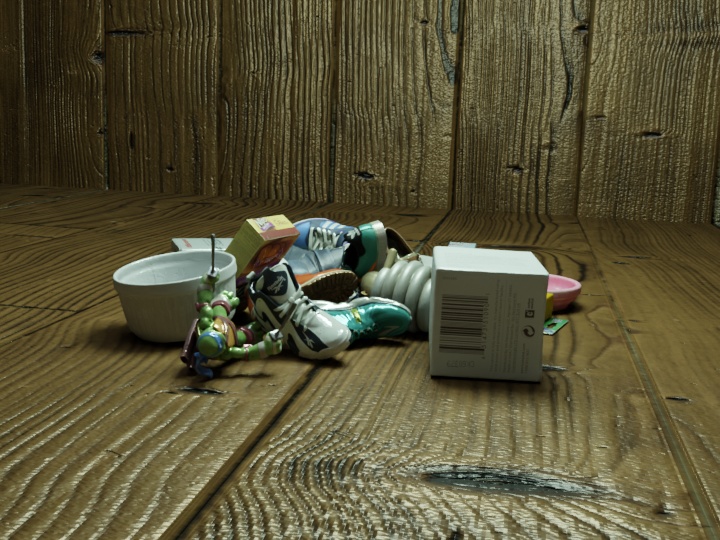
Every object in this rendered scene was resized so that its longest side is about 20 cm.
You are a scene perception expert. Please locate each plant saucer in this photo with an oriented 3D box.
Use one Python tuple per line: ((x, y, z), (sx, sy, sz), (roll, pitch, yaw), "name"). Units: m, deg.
((0.347, 0.044, 1.812), (0.200, 0.051, 0.201), (1, 11, 0), "plant saucer")

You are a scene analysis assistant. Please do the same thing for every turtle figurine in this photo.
((-0.172, 0.062, 1.305), (0.144, 0.200, 0.194), (17, 1, -4), "turtle figurine")

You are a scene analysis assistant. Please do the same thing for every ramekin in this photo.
((-0.300, 0.043, 1.469), (0.200, 0.105, 0.200), (-5, 16, 1), "ramekin")

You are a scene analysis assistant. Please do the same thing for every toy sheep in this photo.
((0.090, 0.043, 1.544), (0.200, 0.138, 0.138), (14, 14, 26), "toy sheep")

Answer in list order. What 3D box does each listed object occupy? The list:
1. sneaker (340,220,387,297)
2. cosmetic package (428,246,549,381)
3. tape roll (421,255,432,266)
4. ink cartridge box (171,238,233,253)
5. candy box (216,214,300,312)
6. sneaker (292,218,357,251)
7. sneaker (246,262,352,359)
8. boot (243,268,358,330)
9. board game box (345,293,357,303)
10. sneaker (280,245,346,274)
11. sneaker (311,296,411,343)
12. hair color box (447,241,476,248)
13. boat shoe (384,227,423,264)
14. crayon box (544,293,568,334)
((0.000, 0.000, 1.624), (0.080, 0.200, 0.071), (-13, 39, -17), "sneaker")
((0.190, 0.061, 1.366), (0.165, 0.165, 0.200), (3, 12, 3), "cosmetic package")
((0.077, 0.013, 1.870), (0.202, 0.071, 0.202), (2, 10, 0), "tape roll")
((-0.304, -0.021, 1.938), (0.200, 0.083, 0.147), (0, 11, -18), "ink cartridge box")
((-0.204, -0.005, 1.583), (0.056, 0.200, 0.117), (47, 27, 15), "candy box")
((-0.053, -0.059, 1.816), (0.200, 0.081, 0.146), (6, 7, -8), "sneaker")
((-0.106, 0.054, 1.365), (0.079, 0.130, 0.199), (-41, 42, -19), "sneaker")
((-0.108, 0.029, 1.565), (0.200, 0.075, 0.107), (-17, 34, -16), "boot")
((-0.077, 0.060, 1.676), (0.135, 0.035, 0.200), (4, 11, 9), "board game box")
((-0.103, -0.021, 1.720), (0.146, 0.077, 0.202), (-12, 31, -16), "sneaker")
((-0.014, 0.095, 1.456), (0.200, 0.078, 0.080), (-4, 28, -3), "sneaker")
((0.208, 0.003, 1.868), (0.061, 0.099, 0.200), (3, 10, 9), "hair color box")
((0.088, 0.000, 1.711), (0.076, 0.072, 0.200), (-23, 63, -35), "boat shoe")
((0.277, 0.069, 1.657), (0.200, 0.052, 0.126), (8, 12, 25), "crayon box")
